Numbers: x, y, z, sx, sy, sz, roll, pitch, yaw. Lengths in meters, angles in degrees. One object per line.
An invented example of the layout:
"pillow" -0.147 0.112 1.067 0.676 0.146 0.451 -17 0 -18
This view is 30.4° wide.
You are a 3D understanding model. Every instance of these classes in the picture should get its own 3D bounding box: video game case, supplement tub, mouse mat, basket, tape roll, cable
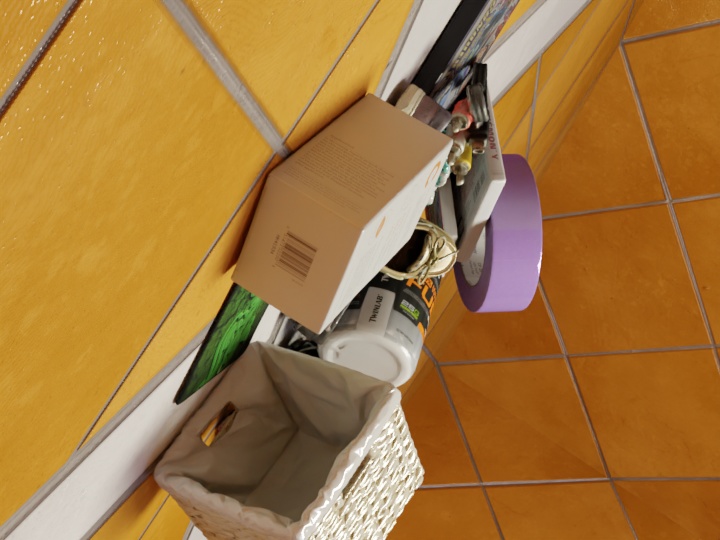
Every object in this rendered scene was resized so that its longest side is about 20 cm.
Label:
"video game case" 0.133 -0.136 1.632 0.200 0.023 0.183 107 -21 -62
"supplement tub" 0.029 0.033 1.608 0.123 0.122 0.200 112 -3 -53
"mouse mat" -0.110 0.033 1.308 0.200 0.008 0.161 -60 171 25
"video game case" 0.100 -0.083 1.720 0.200 0.017 0.143 96 -12 -75
"basket" -0.069 0.211 1.391 0.198 0.200 0.161 -54 143 -29
"video game case" 0.127 -0.266 1.477 0.200 0.025 0.181 -58 172 7
"tape roll" 0.169 -0.048 1.684 0.200 0.065 0.201 179 -90 -79
"cable" 0.115 -0.185 1.442 0.200 0.050 0.097 -85 173 -51

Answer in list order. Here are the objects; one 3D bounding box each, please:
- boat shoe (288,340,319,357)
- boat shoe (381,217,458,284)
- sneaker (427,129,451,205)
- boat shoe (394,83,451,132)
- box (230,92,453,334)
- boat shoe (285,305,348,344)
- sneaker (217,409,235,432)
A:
"boat shoe" -0.069 0.113 1.630 0.068 0.072 0.200 -62 176 -2
"boat shoe" 0.042 -0.022 1.447 0.200 0.063 0.073 10 106 -44
"sneaker" 0.085 -0.143 1.533 0.091 0.078 0.200 -53 180 -8
"boat shoe" 0.042 -0.112 1.424 0.072 0.065 0.200 -53 172 -42
"box" -0.014 -0.056 1.200 0.200 0.097 0.125 -45 163 -52
"boat shoe" 0.000 0.000 1.515 0.200 0.057 0.067 -45 -176 -2
"sneaker" -0.121 0.187 1.598 0.088 0.074 0.200 -56 174 -26
